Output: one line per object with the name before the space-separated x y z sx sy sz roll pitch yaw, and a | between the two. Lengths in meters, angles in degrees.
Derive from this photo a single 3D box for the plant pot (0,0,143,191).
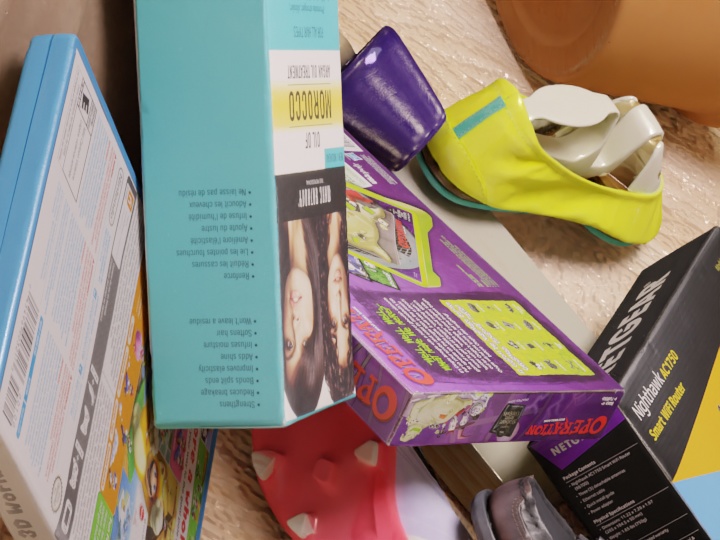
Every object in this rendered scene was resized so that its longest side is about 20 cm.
plant pot | -0.137 -0.062 0.943 0.174 0.200 0.201 32 30 -45

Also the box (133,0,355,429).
box | -0.039 -0.050 0.901 0.082 0.049 0.202 -16 104 -72

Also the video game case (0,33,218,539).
video game case | -0.085 0.042 0.856 0.018 0.201 0.144 -2 53 13

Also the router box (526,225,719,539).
router box | 0.156 0.084 1.128 0.150 0.051 0.200 54 28 -7

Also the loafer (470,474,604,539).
loafer | 0.116 0.156 0.993 0.201 0.063 0.072 58 15 -6

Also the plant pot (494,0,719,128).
plant pot | 0.158 -0.168 1.350 0.139 0.201 0.201 -6 54 -28

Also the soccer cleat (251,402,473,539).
soccer cleat | 0.014 0.103 1.008 0.076 0.067 0.201 36 22 -54

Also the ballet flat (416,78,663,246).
ballet flat | 0.104 -0.054 1.232 0.199 0.067 0.067 8 43 -54

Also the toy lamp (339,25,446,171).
toy lamp | -0.044 -0.124 1.144 0.200 0.058 0.058 46 33 -4

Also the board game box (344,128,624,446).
board game box | 0.000 0.000 1.034 0.120 0.032 0.200 7 29 -45

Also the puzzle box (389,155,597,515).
puzzle box | 0.036 0.017 1.149 0.200 0.025 0.133 51 35 14
